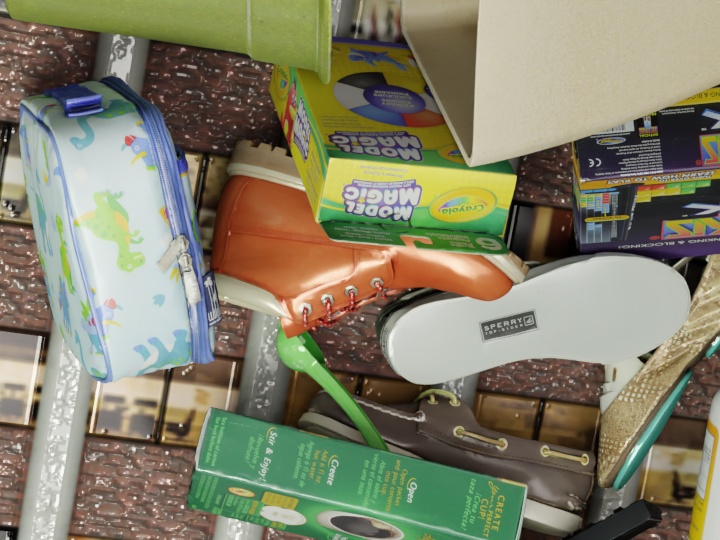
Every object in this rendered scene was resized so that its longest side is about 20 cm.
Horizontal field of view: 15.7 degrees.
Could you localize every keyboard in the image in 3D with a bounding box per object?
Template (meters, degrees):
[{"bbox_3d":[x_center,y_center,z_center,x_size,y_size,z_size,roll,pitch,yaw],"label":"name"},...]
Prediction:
[{"bbox_3d":[0.094,0.195,1.635,0.199,0.127,0.021,-31,78,9],"label":"keyboard"}]

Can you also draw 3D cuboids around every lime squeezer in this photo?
[{"bbox_3d":[-0.022,0.019,1.617,0.038,0.070,0.201,19,63,-49],"label":"lime squeezer"}]

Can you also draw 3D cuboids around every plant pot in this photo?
[{"bbox_3d":[-0.112,-0.206,1.508,0.189,0.200,0.201,-1,101,-1],"label":"plant pot"},{"bbox_3d":[0.130,-0.197,1.517,0.176,0.200,0.201,-5,120,-11],"label":"plant pot"}]

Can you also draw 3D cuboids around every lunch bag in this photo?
[{"bbox_3d":[-0.145,-0.029,1.508,0.082,0.200,0.162,-14,103,-12],"label":"lunch bag"}]

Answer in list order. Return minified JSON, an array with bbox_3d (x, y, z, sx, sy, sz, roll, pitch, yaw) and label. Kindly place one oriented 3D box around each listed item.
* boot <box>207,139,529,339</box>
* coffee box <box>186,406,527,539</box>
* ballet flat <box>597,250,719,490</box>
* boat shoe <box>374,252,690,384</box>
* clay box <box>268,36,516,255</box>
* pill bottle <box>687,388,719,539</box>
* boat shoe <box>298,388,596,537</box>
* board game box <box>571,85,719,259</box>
[{"bbox_3d":[0.000,0.000,1.576,0.199,0.075,0.108,16,79,18],"label":"boot"},{"bbox_3d":[-0.005,0.138,1.595,0.199,0.123,0.044,14,73,-2],"label":"coffee box"},{"bbox_3d":[0.199,0.048,1.691,0.065,0.071,0.200,36,87,10],"label":"ballet flat"},{"bbox_3d":[0.107,0.023,1.651,0.199,0.064,0.071,-8,107,-8],"label":"boat shoe"},{"bbox_3d":[0.019,-0.076,1.541,0.114,0.200,0.048,4,118,-15],"label":"clay box"},{"bbox_3d":[0.275,0.134,1.684,0.111,0.111,0.201,4,104,-15],"label":"pill bottle"},{"bbox_3d":[0.057,0.111,1.655,0.199,0.072,0.060,22,79,-14],"label":"boat shoe"},{"bbox_3d":[0.229,-0.060,1.591,0.199,0.165,0.057,-6,71,4],"label":"board game box"}]
